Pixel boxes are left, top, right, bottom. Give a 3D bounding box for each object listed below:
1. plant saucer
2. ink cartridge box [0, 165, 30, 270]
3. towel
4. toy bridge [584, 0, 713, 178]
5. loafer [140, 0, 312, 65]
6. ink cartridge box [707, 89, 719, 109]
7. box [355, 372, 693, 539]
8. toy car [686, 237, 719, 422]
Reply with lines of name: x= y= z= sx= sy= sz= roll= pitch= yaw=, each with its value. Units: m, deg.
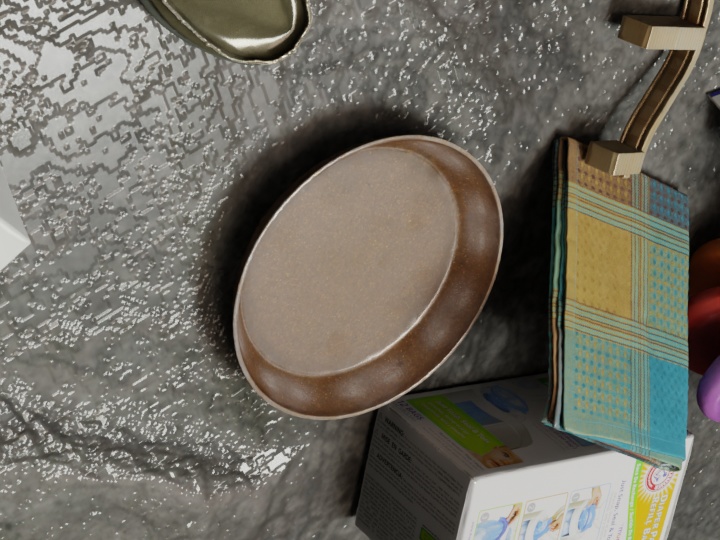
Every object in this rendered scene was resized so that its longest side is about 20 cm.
plant saucer: x=0.000 y=0.000 z=1.286 sx=0.200 sy=0.034 sz=0.200 roll=-19 pitch=128 yaw=-26
ink cartridge box: x=-0.286 y=-0.008 z=1.004 sx=0.200 sy=0.083 sz=0.145 roll=-41 pitch=134 yaw=7
towel: x=0.172 y=0.024 z=1.363 sx=0.147 sy=0.022 sz=0.200 roll=22 pitch=64 yaw=-43
toy bridge: x=0.198 y=-0.154 z=1.333 sx=0.067 sy=0.027 sz=0.200 roll=-7 pitch=117 yaw=-47
loafer: x=-0.089 y=-0.166 z=1.085 sx=0.075 sy=0.070 sz=0.200 roll=-50 pitch=135 yaw=1
ink cartridge box: x=0.325 y=-0.055 z=1.395 sx=0.095 sy=0.200 sz=0.037 roll=-20 pitch=151 yaw=-26
box: x=0.113 y=0.144 z=1.409 sx=0.200 sy=0.112 sz=0.101 roll=-6 pitch=119 yaw=-35
toy car: x=0.296 y=0.056 z=1.437 sx=0.150 sy=0.200 sz=0.175 roll=-9 pitch=143 yaw=-22
